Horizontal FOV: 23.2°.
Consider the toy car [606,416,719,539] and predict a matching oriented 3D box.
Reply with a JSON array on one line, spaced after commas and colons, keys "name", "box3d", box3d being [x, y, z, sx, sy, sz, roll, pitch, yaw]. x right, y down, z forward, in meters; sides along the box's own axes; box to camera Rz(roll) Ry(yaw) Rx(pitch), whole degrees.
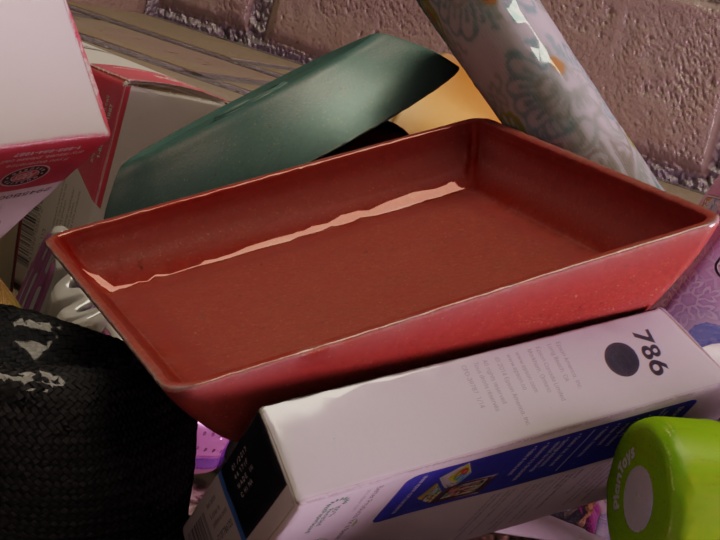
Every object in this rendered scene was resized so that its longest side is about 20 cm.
[{"name": "toy car", "box3d": [0.143, 0.134, 0.644, 0.164, 0.158, 0.200, 6, -14, -17]}]

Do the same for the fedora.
[{"name": "fedora", "box3d": [-0.126, 0.067, 0.625, 0.200, 0.092, 0.201, 14, 11, -3]}]

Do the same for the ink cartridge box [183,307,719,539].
[{"name": "ink cartridge box", "box3d": [0.045, 0.062, 0.607, 0.199, 0.100, 0.039, -10, 63, -28]}]

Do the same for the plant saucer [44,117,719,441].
[{"name": "plant saucer", "box3d": [0.000, 0.000, 0.650, 0.199, 0.037, 0.200, -17, 21, -17]}]

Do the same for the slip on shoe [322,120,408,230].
[{"name": "slip on shoe", "box3d": [0.003, -0.037, 0.834, 0.074, 0.061, 0.200, 15, 12, -2]}]

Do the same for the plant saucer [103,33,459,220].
[{"name": "plant saucer", "box3d": [-0.047, -0.070, 0.869, 0.199, 0.036, 0.200, -26, 9, 5]}]

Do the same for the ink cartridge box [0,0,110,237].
[{"name": "ink cartridge box", "box3d": [-0.223, -0.043, 0.755, 0.145, 0.085, 0.200, -12, -13, -42]}]

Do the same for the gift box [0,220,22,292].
[{"name": "gift box", "box3d": [-0.272, -0.081, 0.949, 0.186, 0.201, 0.185, 8, 24, -14]}]

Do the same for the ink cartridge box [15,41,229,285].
[{"name": "ink cartridge box", "box3d": [-0.184, -0.068, 1.106, 0.083, 0.147, 0.200, 7, 13, -41]}]

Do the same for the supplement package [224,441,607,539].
[{"name": "supplement package", "box3d": [0.039, 0.057, 0.863, 0.199, 0.110, 0.114, 11, 11, -22]}]

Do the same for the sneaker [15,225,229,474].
[{"name": "sneaker", "box3d": [-0.114, 0.044, 0.838, 0.088, 0.081, 0.200, 17, 13, -28]}]

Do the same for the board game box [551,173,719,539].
[{"name": "board game box", "box3d": [0.199, 0.065, 0.757, 0.199, 0.199, 0.043, 21, 41, -9]}]

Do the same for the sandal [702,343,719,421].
[{"name": "sandal", "box3d": [0.133, 0.054, 0.692, 0.202, 0.050, 0.082, 31, -39, -24]}]

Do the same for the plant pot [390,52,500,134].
[{"name": "plant pot", "box3d": [0.084, 0.002, 1.031, 0.183, 0.201, 0.200, 28, 12, 5]}]

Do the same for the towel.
[{"name": "towel", "box3d": [0.096, -0.066, 0.820, 0.171, 0.048, 0.200, 56, 7, 17]}]

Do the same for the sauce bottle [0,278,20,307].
[{"name": "sauce bottle", "box3d": [-0.181, 0.015, 0.728, 0.064, 0.065, 0.200, 15, -13, 2]}]
